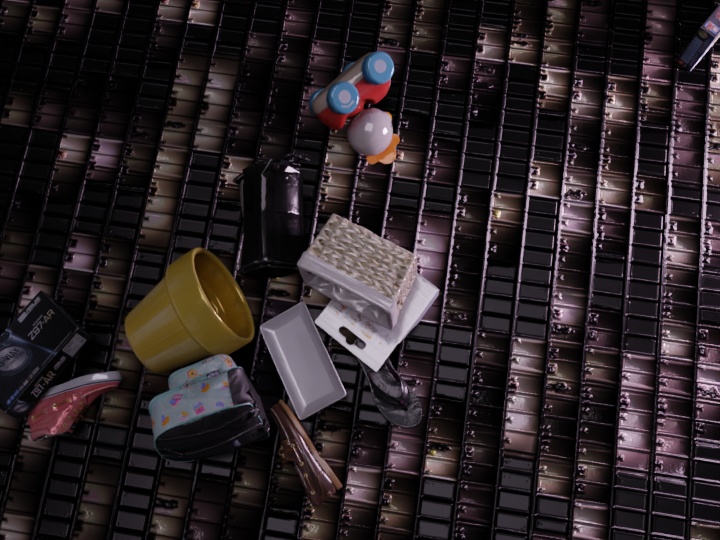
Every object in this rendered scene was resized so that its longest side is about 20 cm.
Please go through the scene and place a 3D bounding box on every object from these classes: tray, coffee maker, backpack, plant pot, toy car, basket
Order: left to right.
[{"bbox_3d":[-0.328,0.089,1.511,0.187,0.201,0.203,-30,76,11],"label":"plant pot"},{"bbox_3d":[-0.284,0.258,1.467,0.198,0.177,0.154,-25,59,-5],"label":"backpack"},{"bbox_3d":[-0.170,-0.098,1.545,0.132,0.192,0.203,-1,76,-15],"label":"coffee maker"},{"bbox_3d":[-0.110,0.173,1.550,0.106,0.022,0.202,-29,76,11],"label":"tray"},{"bbox_3d":[0.000,0.000,1.496,0.198,0.136,0.124,27,76,11],"label":"basket"},{"bbox_3d":[0.018,-0.313,1.630,0.176,0.184,0.201,-41,107,-9],"label":"toy car"}]

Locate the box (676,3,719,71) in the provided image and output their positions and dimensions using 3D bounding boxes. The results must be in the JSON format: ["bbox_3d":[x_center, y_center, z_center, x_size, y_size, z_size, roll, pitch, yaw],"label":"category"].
[{"bbox_3d":[0.741,-0.518,1.648,0.038,0.137,0.200,39,80,11],"label":"box"}]

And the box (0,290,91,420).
[{"bbox_3d":[-0.627,0.158,1.538,0.159,0.044,0.201,33,78,36],"label":"box"}]

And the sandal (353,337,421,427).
[{"bbox_3d":[0.046,0.210,1.530,0.075,0.048,0.202,-31,76,-7],"label":"sandal"}]

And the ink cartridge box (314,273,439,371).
[{"bbox_3d":[0.033,0.071,1.567,0.162,0.057,0.201,36,85,13],"label":"ink cartridge box"}]

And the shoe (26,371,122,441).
[{"bbox_3d":[-0.539,0.258,1.530,0.197,0.072,0.092,-17,77,3],"label":"shoe"}]

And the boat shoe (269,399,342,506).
[{"bbox_3d":[-0.115,0.337,1.491,0.070,0.071,0.201,-33,77,-11],"label":"boat shoe"}]
